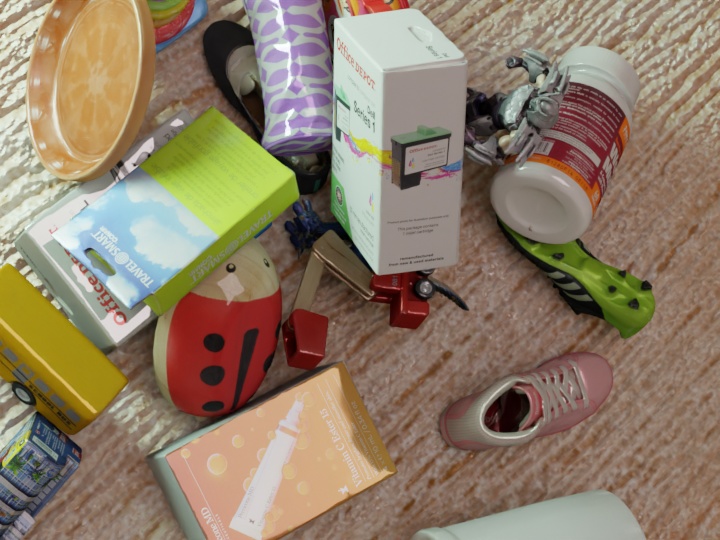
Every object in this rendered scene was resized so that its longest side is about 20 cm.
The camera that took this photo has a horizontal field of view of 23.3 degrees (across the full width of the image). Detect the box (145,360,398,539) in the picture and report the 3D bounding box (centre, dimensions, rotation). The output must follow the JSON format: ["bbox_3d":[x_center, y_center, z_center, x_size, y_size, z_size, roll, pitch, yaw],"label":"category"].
[{"bbox_3d":[-0.086,0.188,1.683,0.200,0.097,0.125,-28,91,-19],"label":"box"}]

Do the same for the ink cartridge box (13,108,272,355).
[{"bbox_3d":[-0.210,-0.035,1.681,0.200,0.084,0.146,-40,96,-19],"label":"ink cartridge box"}]

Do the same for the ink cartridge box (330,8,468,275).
[{"bbox_3d":[0.032,-0.119,1.585,0.084,0.145,0.201,-7,118,-17],"label":"ink cartridge box"}]

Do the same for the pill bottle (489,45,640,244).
[{"bbox_3d":[0.216,-0.133,1.796,0.109,0.110,0.200,36,56,-10],"label":"pill bottle"}]

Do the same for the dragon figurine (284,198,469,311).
[{"bbox_3d":[0.012,-0.007,1.761,0.099,0.059,0.200,-44,96,-18],"label":"dragon figurine"}]

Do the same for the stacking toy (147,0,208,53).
[{"bbox_3d":[-0.196,-0.285,1.658,0.110,0.200,0.116,-38,95,-19],"label":"stacking toy"}]

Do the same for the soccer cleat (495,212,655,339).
[{"bbox_3d":[0.218,0.000,1.824,0.200,0.081,0.068,38,59,12],"label":"soccer cleat"}]

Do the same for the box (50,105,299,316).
[{"bbox_3d":[-0.168,-0.050,1.598,0.200,0.048,0.122,-41,63,-19],"label":"box"}]

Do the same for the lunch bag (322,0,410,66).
[{"bbox_3d":[0.009,-0.215,1.726,0.082,0.176,0.201,-16,88,-19],"label":"lunch bag"}]

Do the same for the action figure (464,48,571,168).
[{"bbox_3d":[0.136,-0.157,1.746,0.069,0.200,0.130,48,69,-20],"label":"action figure"}]

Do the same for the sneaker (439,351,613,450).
[{"bbox_3d":[0.186,0.133,1.775,0.200,0.105,0.076,-17,86,-20],"label":"sneaker"}]

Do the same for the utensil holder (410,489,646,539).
[{"bbox_3d":[0.169,0.313,1.711,0.199,0.170,0.171,-13,87,-20],"label":"utensil holder"}]

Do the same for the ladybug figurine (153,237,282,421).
[{"bbox_3d":[-0.128,0.061,1.656,0.135,0.072,0.201,-15,127,-39],"label":"ladybug figurine"}]

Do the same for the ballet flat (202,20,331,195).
[{"bbox_3d":[-0.089,-0.169,1.747,0.073,0.073,0.200,-30,92,-19],"label":"ballet flat"}]

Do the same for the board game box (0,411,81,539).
[{"bbox_3d":[-0.340,0.231,1.568,0.062,0.200,0.200,41,87,-7],"label":"board game box"}]

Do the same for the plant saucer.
[{"bbox_3d":[-0.250,-0.182,1.636,0.032,0.200,0.201,8,79,-40],"label":"plant saucer"}]

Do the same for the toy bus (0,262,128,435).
[{"bbox_3d":[-0.316,0.062,1.630,0.200,0.078,0.065,45,56,-7],"label":"toy bus"}]

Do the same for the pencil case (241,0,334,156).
[{"bbox_3d":[-0.071,-0.207,1.683,0.085,0.084,0.201,-11,77,5],"label":"pencil case"}]

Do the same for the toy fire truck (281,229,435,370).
[{"bbox_3d":[0.000,0.000,1.690,0.141,0.049,0.201,8,69,-13],"label":"toy fire truck"}]
